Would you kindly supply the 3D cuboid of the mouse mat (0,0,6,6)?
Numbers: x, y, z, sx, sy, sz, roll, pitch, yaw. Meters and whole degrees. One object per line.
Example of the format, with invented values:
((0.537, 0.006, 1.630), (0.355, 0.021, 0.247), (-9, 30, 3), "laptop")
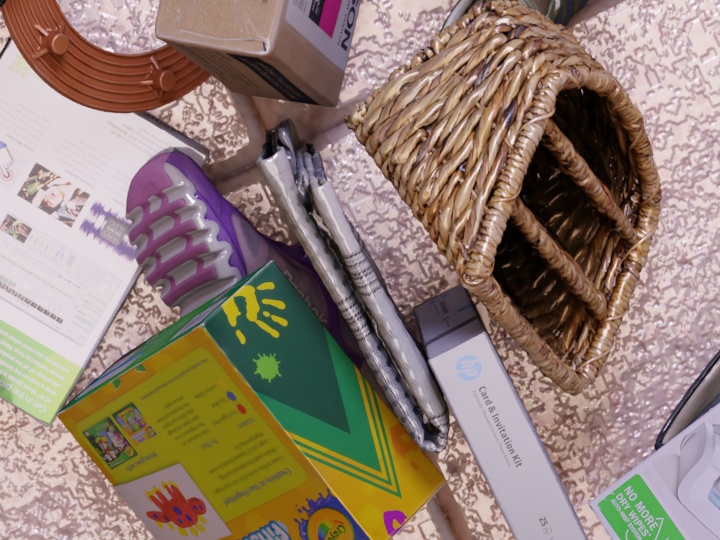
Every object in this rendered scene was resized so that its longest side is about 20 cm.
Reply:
((-0.230, -0.243, 1.606), (0.007, 0.200, 0.162), (6, 99, -31), "mouse mat")

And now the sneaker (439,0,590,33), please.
((0.106, -0.169, 1.654), (0.067, 0.090, 0.201), (38, 96, -3), "sneaker")

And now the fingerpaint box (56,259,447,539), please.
((-0.067, 0.105, 1.643), (0.167, 0.200, 0.073), (51, 55, -5), "fingerpaint box")

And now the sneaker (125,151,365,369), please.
((-0.064, 0.006, 1.684), (0.088, 0.080, 0.201), (-44, 106, -35), "sneaker")

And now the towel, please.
((0.000, 0.000, 1.628), (0.034, 0.193, 0.201), (-29, 98, 5), "towel")

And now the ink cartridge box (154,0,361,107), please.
((-0.044, -0.208, 1.590), (0.075, 0.165, 0.201), (11, 86, 15), "ink cartridge box")

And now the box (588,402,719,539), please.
((0.255, 0.147, 1.637), (0.176, 0.200, 0.097), (-37, 58, 5), "box")

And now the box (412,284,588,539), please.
((0.084, 0.097, 1.634), (0.041, 0.200, 0.157), (-26, 97, 1), "box")

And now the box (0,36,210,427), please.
((-0.203, -0.024, 1.706), (0.144, 0.036, 0.201), (31, 96, -3), "box")

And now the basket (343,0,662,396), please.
((0.111, -0.045, 1.598), (0.143, 0.200, 0.149), (-39, 56, 3), "basket")

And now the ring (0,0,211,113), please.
((-0.129, -0.192, 1.628), (0.200, 0.019, 0.202), (-11, 107, -38), "ring")

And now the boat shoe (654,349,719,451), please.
((0.253, 0.044, 1.690), (0.060, 0.076, 0.201), (29, 96, -9), "boat shoe")
